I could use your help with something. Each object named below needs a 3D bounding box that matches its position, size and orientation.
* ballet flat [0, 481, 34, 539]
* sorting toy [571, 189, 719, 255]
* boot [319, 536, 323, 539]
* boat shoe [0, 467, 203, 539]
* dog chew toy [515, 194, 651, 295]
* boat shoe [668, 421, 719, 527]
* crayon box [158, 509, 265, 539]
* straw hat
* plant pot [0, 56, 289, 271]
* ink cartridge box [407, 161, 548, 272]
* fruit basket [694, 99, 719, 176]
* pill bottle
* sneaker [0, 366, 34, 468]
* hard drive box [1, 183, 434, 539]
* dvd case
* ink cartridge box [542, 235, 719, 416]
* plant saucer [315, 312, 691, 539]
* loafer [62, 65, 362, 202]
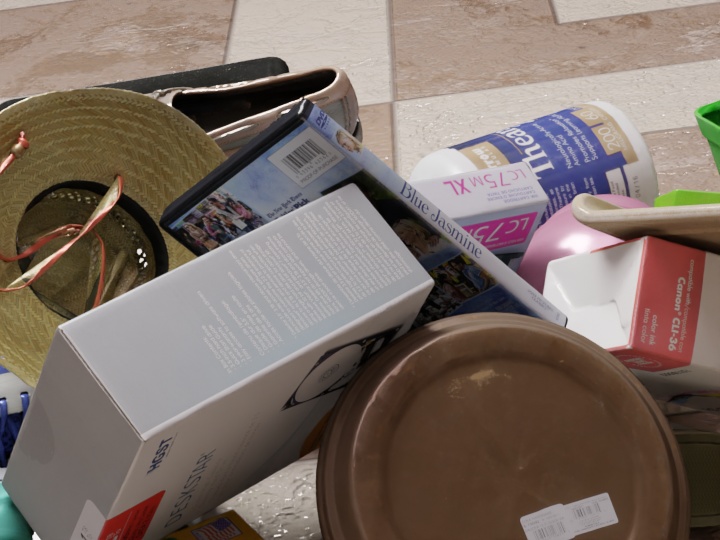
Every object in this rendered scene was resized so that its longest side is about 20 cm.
[{"bbox_3d":[-0.262,0.170,1.128,0.199,0.071,0.068,-33,59,-4],"label":"ballet flat"},{"bbox_3d":[0.243,-0.017,1.178,0.199,0.037,0.184,5,-10,46],"label":"sorting toy"},{"bbox_3d":[0.004,0.126,1.177,0.073,0.096,0.200,3,25,25],"label":"boot"},{"bbox_3d":[-0.183,0.161,1.207,0.200,0.075,0.086,-4,24,-16],"label":"boat shoe"},{"bbox_3d":[0.158,0.008,1.380,0.123,0.126,0.200,-4,15,10],"label":"dog chew toy"},{"bbox_3d":[0.112,0.108,1.183,0.198,0.075,0.068,11,-4,-18],"label":"boat shoe"},{"bbox_3d":[-0.125,0.201,1.106,0.199,0.052,0.126,-19,25,-22],"label":"crayon box"},{"bbox_3d":[-0.163,-0.007,1.251,0.200,0.203,0.085,-24,2,-33],"label":"straw hat"},{"bbox_3d":[-0.122,0.003,1.409,0.198,0.201,0.178,-10,36,-4],"label":"plant pot"},{"bbox_3d":[0.030,0.022,1.314,0.118,0.201,0.042,-11,55,-28],"label":"ink cartridge box"},{"bbox_3d":[0.336,-0.112,1.484,0.154,0.217,0.216,-14,23,-14],"label":"fruit basket"},{"bbox_3d":[0.102,-0.042,1.515,0.199,0.112,0.111,-19,25,-24],"label":"pill bottle"},{"bbox_3d":[-0.190,0.086,1.267,0.198,0.081,0.115,19,40,13],"label":"sneaker"},{"bbox_3d":[-0.077,0.059,1.136,0.199,0.156,0.077,-27,69,-34],"label":"hard drive box"},{"bbox_3d":[0.000,0.000,1.214,0.142,0.200,0.018,-33,26,44],"label":"dvd case"},{"bbox_3d":[0.214,0.042,1.229,0.198,0.068,0.116,14,-13,-21],"label":"ink cartridge box"},{"bbox_3d":[0.076,0.111,1.105,0.198,0.201,0.030,-15,-20,-15],"label":"plant saucer"},{"bbox_3d":[-0.099,-0.092,1.331,0.198,0.063,0.072,-8,49,-1],"label":"loafer"}]
